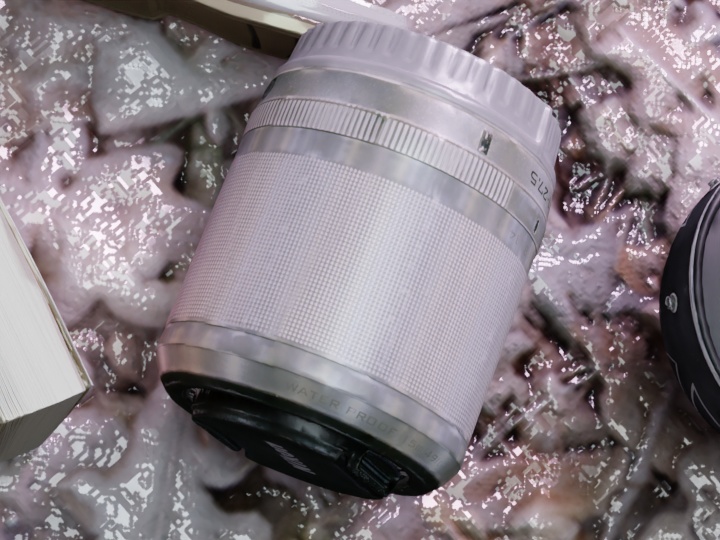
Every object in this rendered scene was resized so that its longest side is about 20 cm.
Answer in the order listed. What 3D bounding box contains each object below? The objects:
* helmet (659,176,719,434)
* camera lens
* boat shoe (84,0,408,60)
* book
[{"bbox_3d":[0.255,0.019,1.011,0.199,0.190,0.202,19,65,-49],"label":"helmet"},{"bbox_3d":[0.000,0.000,0.969,0.159,0.160,0.201,23,75,-8],"label":"camera lens"},{"bbox_3d":[-0.065,-0.158,1.029,0.198,0.075,0.069,17,82,-9],"label":"boat shoe"},{"bbox_3d":[-0.177,0.014,0.904,0.048,0.200,0.135,-21,84,-16],"label":"book"}]
